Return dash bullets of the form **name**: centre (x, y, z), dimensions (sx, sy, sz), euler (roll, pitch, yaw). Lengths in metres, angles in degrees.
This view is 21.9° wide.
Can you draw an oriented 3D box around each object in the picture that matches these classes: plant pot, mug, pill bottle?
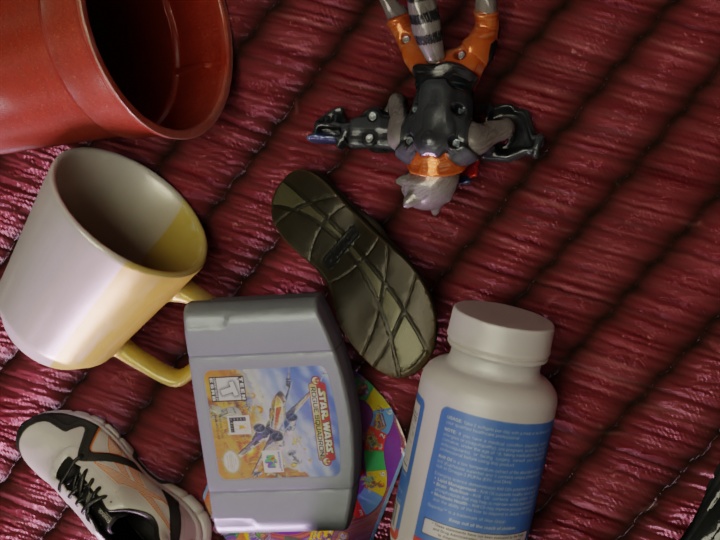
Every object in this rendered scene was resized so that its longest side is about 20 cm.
- **plant pot**: centre (-0.240, -0.186, 1.520), dimensions (0.194, 0.200, 0.202), euler (-11, 93, 30)
- **mug**: centre (-0.220, 0.015, 1.557), dimensions (0.187, 0.149, 0.153), euler (52, 120, 23)
- **pill bottle**: centre (0.094, 0.131, 1.468), dimensions (0.112, 0.112, 0.201), euler (16, 103, 18)

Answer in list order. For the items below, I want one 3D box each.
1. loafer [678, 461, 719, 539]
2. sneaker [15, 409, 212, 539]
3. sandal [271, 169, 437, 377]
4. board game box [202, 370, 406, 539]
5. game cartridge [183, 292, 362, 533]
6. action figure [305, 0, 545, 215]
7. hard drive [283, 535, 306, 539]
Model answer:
- **loafer**: centre (0.282, 0.217, 1.431), dimensions (0.070, 0.068, 0.201), euler (32, 104, 23)
- **sneaker**: centre (-0.223, 0.188, 1.616), dimensions (0.199, 0.080, 0.074), euler (31, 109, 16)
- **sandal**: centre (0.000, 0.000, 1.522), dimensions (0.082, 0.055, 0.200), euler (-48, 66, 14)
- **board game box**: centre (-0.054, 0.172, 1.568), dimensions (0.157, 0.039, 0.201), euler (25, 106, 16)
- **game cartridge**: centre (-0.067, 0.118, 1.514), dimensions (0.132, 0.042, 0.201), euler (-3, 106, 19)
- **action figure**: centre (0.038, -0.140, 1.460), dimensions (0.199, 0.105, 0.195), euler (-4, 86, 19)
- **hard drive**: centre (0.038, 0.272, 1.500), dimensions (0.199, 0.135, 0.043), euler (12, 66, 19)
